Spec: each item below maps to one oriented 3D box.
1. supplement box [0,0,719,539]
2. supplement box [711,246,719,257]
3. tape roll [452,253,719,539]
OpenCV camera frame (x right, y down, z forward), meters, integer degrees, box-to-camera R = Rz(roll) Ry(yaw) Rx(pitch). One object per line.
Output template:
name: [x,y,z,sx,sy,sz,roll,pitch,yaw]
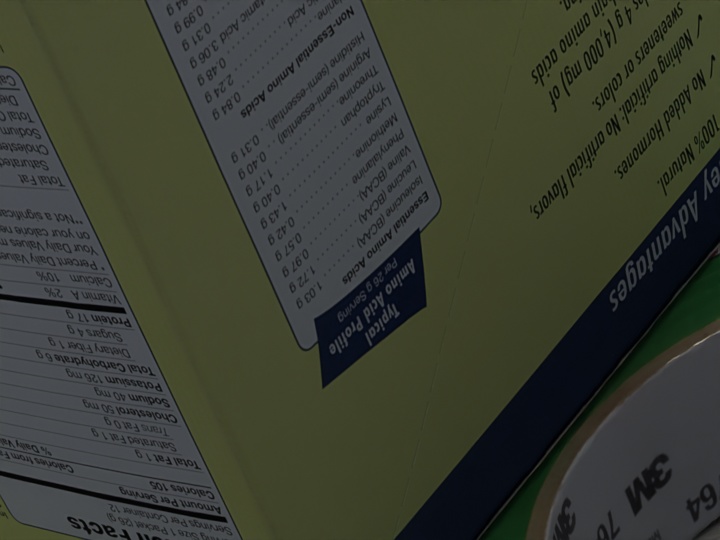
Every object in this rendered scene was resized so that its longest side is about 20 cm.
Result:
supplement box: [-0.029,-0.055,0.632,0.134,0.201,0.200,8,43,41]
supplement box: [0.084,-0.041,0.851,0.201,0.110,0.086,-65,22,-1]
tape roll: [0.112,0.060,0.599,0.199,0.048,0.201,-18,30,10]
